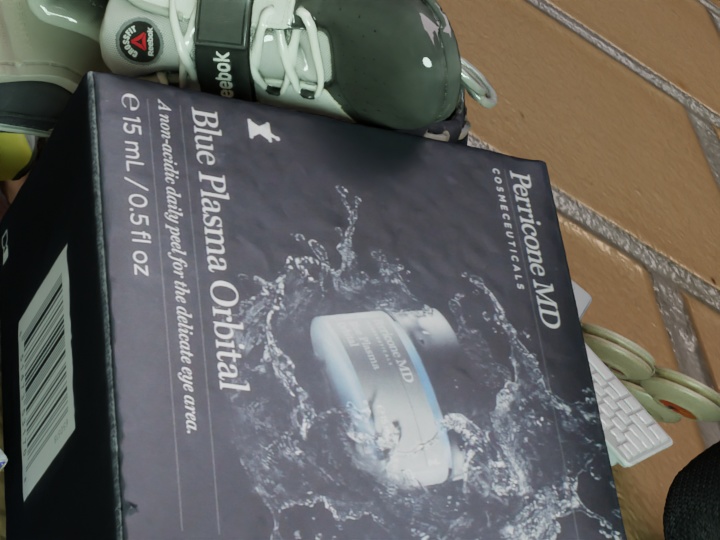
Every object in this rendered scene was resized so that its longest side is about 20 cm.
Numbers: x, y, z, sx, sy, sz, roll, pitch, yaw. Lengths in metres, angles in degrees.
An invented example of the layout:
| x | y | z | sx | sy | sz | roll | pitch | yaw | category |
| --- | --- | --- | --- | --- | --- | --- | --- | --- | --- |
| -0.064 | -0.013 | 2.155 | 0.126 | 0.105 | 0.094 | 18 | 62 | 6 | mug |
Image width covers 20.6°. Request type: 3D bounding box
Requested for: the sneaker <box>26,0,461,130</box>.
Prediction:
| x | y | z | sx | sy | sz | roll | pitch | yaw | category |
| --- | --- | --- | --- | --- | --- | --- | --- | --- | --- |
| -0.052 | -0.090 | 0.778 | 0.200 | 0.074 | 0.088 | 22 | 39 | 37 | sneaker |

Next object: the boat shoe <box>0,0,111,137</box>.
| x | y | z | sx | sy | sz | roll | pitch | yaw | category |
| --- | --- | --- | --- | --- | --- | --- | --- | --- | --- |
| -0.145 | -0.093 | 0.850 | 0.200 | 0.063 | 0.073 | 3 | 74 | -50 | boat shoe |

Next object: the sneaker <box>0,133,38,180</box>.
| x | y | z | sx | sy | sz | roll | pitch | yaw | category |
| --- | --- | --- | --- | --- | --- | --- | --- | --- | --- |
| -0.236 | -0.109 | 0.934 | 0.200 | 0.090 | 0.078 | 48 | -24 | -13 | sneaker |

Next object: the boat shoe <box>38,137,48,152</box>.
| x | y | z | sx | sy | sz | roll | pitch | yaw | category |
| --- | --- | --- | --- | --- | --- | --- | --- | --- | --- |
| -0.143 | -0.089 | 1.025 | 0.075 | 0.062 | 0.200 | 39 | 24 | -42 | boat shoe |

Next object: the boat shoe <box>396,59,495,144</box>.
| x | y | z | sx | sy | sz | roll | pitch | yaw | category |
| --- | --- | --- | --- | --- | --- | --- | --- | --- | --- |
| 0.018 | -0.078 | 0.905 | 0.075 | 0.062 | 0.200 | 31 | 23 | 4 | boat shoe |

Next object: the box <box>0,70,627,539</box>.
| x | y | z | sx | sy | sz | roll | pitch | yaw | category |
| --- | --- | --- | --- | --- | --- | --- | --- | --- | --- |
| -0.024 | 0.050 | 0.735 | 0.199 | 0.117 | 0.197 | 10 | 53 | -26 | box |

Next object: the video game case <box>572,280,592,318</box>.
| x | y | z | sx | sy | sz | roll | pitch | yaw | category |
| --- | --- | --- | --- | --- | --- | --- | --- | --- | --- |
| 0.000 | 0.000 | 0.927 | 0.200 | 0.045 | 0.181 | 39 | 30 | 1 | video game case |

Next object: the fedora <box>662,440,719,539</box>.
| x | y | z | sx | sy | sz | roll | pitch | yaw | category |
| --- | --- | --- | --- | --- | --- | --- | --- | --- | --- |
| 0.218 | 0.145 | 1.043 | 0.200 | 0.091 | 0.201 | 39 | 39 | -41 | fedora |

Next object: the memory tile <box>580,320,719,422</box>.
| x | y | z | sx | sy | sz | roll | pitch | yaw | category |
| --- | --- | --- | --- | --- | --- | --- | --- | --- | --- |
| 0.099 | 0.036 | 1.109 | 0.200 | 0.017 | 0.153 | 30 | -11 | -15 | memory tile |

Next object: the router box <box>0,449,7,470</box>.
| x | y | z | sx | sy | sz | roll | pitch | yaw | category |
| --- | --- | --- | --- | --- | --- | --- | --- | --- | --- |
| -0.245 | 0.027 | 0.663 | 0.180 | 0.049 | 0.200 | 46 | 23 | 22 | router box |

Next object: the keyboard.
| x | y | z | sx | sy | sz | roll | pitch | yaw | category |
| --- | --- | --- | --- | --- | --- | --- | --- | --- | --- |
| 0.068 | 0.012 | 0.929 | 0.200 | 0.011 | 0.056 | 49 | 32 | 16 | keyboard |

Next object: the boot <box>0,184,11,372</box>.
| x | y | z | sx | sy | sz | roll | pitch | yaw | category |
| --- | --- | --- | --- | --- | --- | --- | --- | --- | --- |
| -0.124 | 0.016 | 0.858 | 0.200 | 0.064 | 0.187 | 34 | 23 | -14 | boot |
